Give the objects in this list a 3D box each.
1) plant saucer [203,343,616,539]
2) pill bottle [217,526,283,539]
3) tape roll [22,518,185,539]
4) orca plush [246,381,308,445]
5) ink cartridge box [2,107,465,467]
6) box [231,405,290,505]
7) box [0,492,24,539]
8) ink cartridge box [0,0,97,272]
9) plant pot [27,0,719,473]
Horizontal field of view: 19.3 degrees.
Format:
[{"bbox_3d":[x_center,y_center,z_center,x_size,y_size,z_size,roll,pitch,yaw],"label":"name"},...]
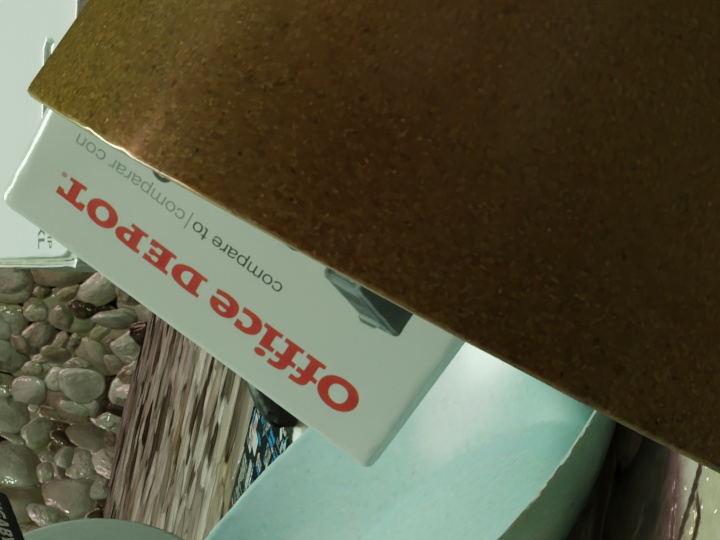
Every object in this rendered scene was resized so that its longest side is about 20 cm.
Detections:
[{"bbox_3d":[0.014,0.082,0.656,0.201,0.039,0.201,-39,14,12],"label":"plant saucer"},{"bbox_3d":[-0.037,0.193,0.784,0.113,0.112,0.201,-86,12,-48],"label":"pill bottle"},{"bbox_3d":[-0.142,0.237,1.128,0.066,0.199,0.202,127,155,-69],"label":"tape roll"},{"bbox_3d":[-0.029,0.028,0.866,0.071,0.105,0.201,-34,84,46],"label":"orca plush"},{"bbox_3d":[0.003,-0.063,0.618,0.200,0.144,0.084,-56,-3,36],"label":"ink cartridge box"},{"bbox_3d":[-0.025,0.077,1.113,0.200,0.046,0.160,-123,47,-79],"label":"box"},{"bbox_3d":[-0.208,0.231,0.997,0.199,0.050,0.200,-57,35,13],"label":"box"},{"bbox_3d":[-0.062,-0.070,0.938,0.083,0.199,0.146,-2,87,51],"label":"ink cartridge box"},{"bbox_3d":[0.057,-0.081,0.451,0.201,0.186,0.186,-62,9,2],"label":"plant pot"}]
